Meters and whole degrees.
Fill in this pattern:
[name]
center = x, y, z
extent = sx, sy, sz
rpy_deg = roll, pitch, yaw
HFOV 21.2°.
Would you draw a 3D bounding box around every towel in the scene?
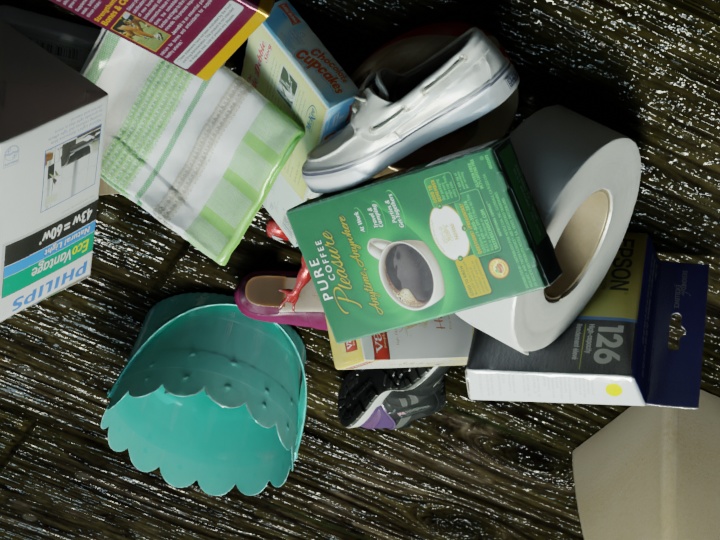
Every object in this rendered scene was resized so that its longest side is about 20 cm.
[towel]
center = -0.159, -0.116, 1.624
extent = 0.200, 0.031, 0.149
rpy_deg = 37, 112, 14

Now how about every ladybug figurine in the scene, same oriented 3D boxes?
[ladybug figurine]
center = 0.057, -0.146, 1.612
extent = 0.136, 0.072, 0.200
rpy_deg = 29, 141, -23

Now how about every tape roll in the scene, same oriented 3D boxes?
[tape roll]
center = 0.155, -0.034, 1.622
extent = 0.071, 0.202, 0.203
rpy_deg = 28, 151, 24

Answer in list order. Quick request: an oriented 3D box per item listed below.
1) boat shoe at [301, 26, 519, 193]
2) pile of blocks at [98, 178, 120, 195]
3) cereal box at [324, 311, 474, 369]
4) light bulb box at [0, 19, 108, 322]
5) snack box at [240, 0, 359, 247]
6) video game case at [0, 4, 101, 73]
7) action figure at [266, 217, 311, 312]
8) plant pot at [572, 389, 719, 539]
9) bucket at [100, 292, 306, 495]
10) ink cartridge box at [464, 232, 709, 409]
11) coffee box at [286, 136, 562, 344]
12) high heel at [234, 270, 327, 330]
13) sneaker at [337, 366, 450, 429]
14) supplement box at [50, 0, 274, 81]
[boat shoe]
center = 0.027, -0.128, 1.524
extent = 0.200, 0.072, 0.066
rpy_deg = -25, 115, 30
[pile of blocks]
center = -0.193, -0.108, 1.695
extent = 0.200, 0.082, 0.062
rpy_deg = 0, -176, 20
[cereal box]
center = 0.038, 0.013, 1.706
extent = 0.039, 0.144, 0.200
rpy_deg = -18, 169, 35
[light bulb box]
center = -0.329, -0.095, 1.636
extent = 0.198, 0.125, 0.200
rpy_deg = 35, 134, 26
[snack box]
center = -0.060, -0.123, 1.648
extent = 0.037, 0.116, 0.200
rpy_deg = -26, 155, -26
[video game case]
center = -0.233, -0.150, 1.731
extent = 0.200, 0.022, 0.182
rpy_deg = 14, 144, -4
[action figure]
center = 0.000, 0.000, 1.832
extent = 0.200, 0.065, 0.099
rpy_deg = 18, 132, -9
[plant pot]
center = 0.344, 0.261, 2.005
extent = 0.200, 0.177, 0.200
rpy_deg = 23, 144, -16
[bucket]
center = -0.153, 0.126, 1.990
extent = 0.207, 0.135, 0.207
rpy_deg = 8, 146, 5
[ink cartridge box]
center = 0.205, 0.039, 1.718
extent = 0.200, 0.198, 0.047
rpy_deg = 0, 129, 13
[coffee box]
center = 0.048, -0.023, 1.536
extent = 0.200, 0.044, 0.123
rpy_deg = -18, 100, 31
[high heel]
center = -0.024, 0.031, 1.913
extent = 0.200, 0.068, 0.096
rpy_deg = 12, 174, -8
[sneaker]
center = 0.060, 0.107, 1.980
extent = 0.087, 0.076, 0.200
rpy_deg = 12, 151, -27
[supplement box]
center = -0.173, -0.249, 1.522
extent = 0.200, 0.086, 0.110
rpy_deg = 27, 142, -21
